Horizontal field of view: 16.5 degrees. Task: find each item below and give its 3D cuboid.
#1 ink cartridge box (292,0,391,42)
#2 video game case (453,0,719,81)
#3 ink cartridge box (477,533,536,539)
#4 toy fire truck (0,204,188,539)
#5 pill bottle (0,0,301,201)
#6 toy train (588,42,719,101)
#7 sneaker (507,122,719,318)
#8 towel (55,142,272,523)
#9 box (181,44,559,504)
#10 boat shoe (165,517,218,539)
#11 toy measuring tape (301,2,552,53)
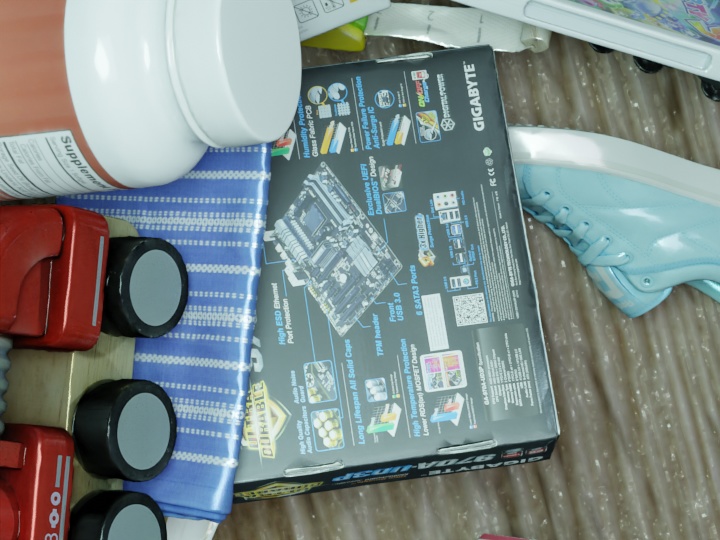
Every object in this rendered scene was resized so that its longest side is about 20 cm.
[{"bbox_3d":[-0.063,-0.186,1.104,0.095,0.037,0.200,-21,127,5],"label":"ink cartridge box"},{"bbox_3d":[0.117,-0.145,1.222,0.200,0.143,0.018,16,117,-12],"label":"video game case"},{"bbox_3d":[0.121,0.228,1.207,0.083,0.147,0.200,-45,99,-14],"label":"ink cartridge box"},{"bbox_3d":[-0.191,0.054,1.074,0.200,0.129,0.176,12,81,-52],"label":"toy fire truck"},{"bbox_3d":[-0.133,-0.089,1.095,0.200,0.112,0.112,-5,90,22],"label":"pill bottle"},{"bbox_3d":[0.210,-0.105,1.292,0.200,0.034,0.046,22,72,-10],"label":"toy train"},{"bbox_3d":[0.131,-0.021,1.252,0.200,0.074,0.082,14,84,-10],"label":"sneaker"},{"bbox_3d":[-0.102,0.013,1.152,0.024,0.145,0.200,9,86,-46],"label":"towel"},{"bbox_3d":[0.000,0.000,1.169,0.159,0.046,0.200,-8,74,-4],"label":"box"},{"bbox_3d":[-0.046,0.070,1.211,0.069,0.071,0.200,24,83,-9],"label":"boat shoe"},{"bbox_3d":[-0.007,-0.140,1.194,0.200,0.074,0.074,7,87,12],"label":"toy measuring tape"}]
